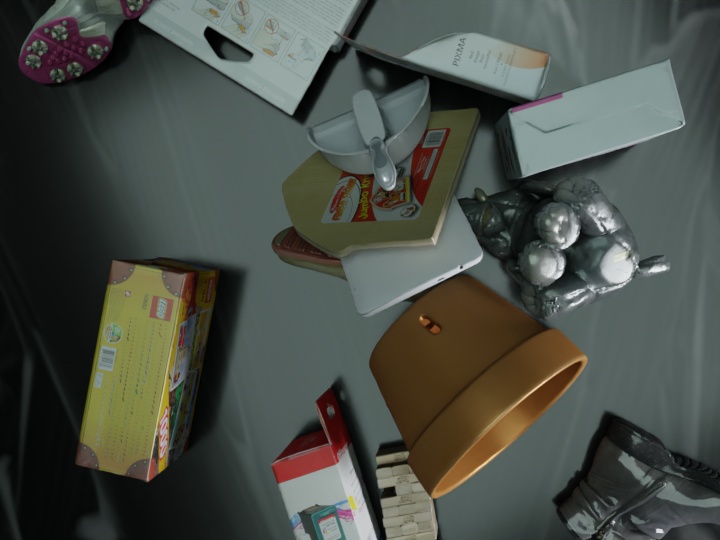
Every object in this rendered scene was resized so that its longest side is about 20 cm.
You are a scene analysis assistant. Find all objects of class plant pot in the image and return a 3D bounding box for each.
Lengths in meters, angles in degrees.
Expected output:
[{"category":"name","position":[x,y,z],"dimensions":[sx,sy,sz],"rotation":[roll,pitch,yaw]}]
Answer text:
[{"category":"plant pot","position":[0.102,0.101,0.982],"dimensions":[0.200,0.200,0.140],"rotation":[-42,71,4]}]

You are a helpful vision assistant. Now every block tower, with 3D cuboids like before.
[{"category":"block tower","position":[0.056,0.287,1.048],"dimensions":[0.057,0.054,0.204],"rotation":[-10,89,6]}]

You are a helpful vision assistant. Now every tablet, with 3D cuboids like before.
[{"category":"tablet","position":[0.034,-0.048,0.995],"dimensions":[0.129,0.201,0.014],"rotation":[-26,132,6]}]

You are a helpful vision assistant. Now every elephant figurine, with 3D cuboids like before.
[{"category":"elephant figurine","position":[0.172,-0.040,1.006],"dimensions":[0.141,0.200,0.156],"rotation":[-38,114,-10]}]

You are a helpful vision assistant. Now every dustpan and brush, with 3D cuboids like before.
[{"category":"dustpan and brush","position":[0.016,-0.127,0.980],"dimensions":[0.138,0.058,0.202],"rotation":[-22,44,7]}]

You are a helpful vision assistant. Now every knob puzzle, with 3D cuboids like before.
[{"category":"knob puzzle","position":[0.011,-0.084,1.011],"dimensions":[0.217,0.221,0.031],"rotation":[-26,132,6]}]

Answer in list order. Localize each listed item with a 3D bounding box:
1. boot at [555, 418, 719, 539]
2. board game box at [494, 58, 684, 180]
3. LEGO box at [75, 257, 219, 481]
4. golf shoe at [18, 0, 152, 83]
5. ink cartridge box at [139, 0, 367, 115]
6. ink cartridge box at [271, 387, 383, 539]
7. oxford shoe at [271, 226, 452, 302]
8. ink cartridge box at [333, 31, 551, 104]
[{"category":"boot","position":[0.310,0.253,1.024],"dimensions":[0.198,0.070,0.133],"rotation":[30,97,15]},{"category":"board game box","position":[0.206,-0.136,0.953],"dimensions":[0.145,0.200,0.065],"rotation":[-16,92,5]},{"category":"LEGO box","position":[-0.211,0.093,1.022],"dimensions":[0.076,0.149,0.204],"rotation":[11,93,5]},{"category":"golf shoe","position":[-0.286,-0.279,1.070],"dimensions":[0.199,0.075,0.092],"rotation":[-35,44,20]},{"category":"ink cartridge box","position":[-0.105,-0.285,1.059],"dimensions":[0.198,0.044,0.175],"rotation":[31,94,4]},{"category":"ink cartridge box","position":[-0.033,0.231,1.024],"dimensions":[0.066,0.116,0.203],"rotation":[-19,89,6]},{"category":"oxford shoe","position":[0.000,0.000,1.042],"dimensions":[0.197,0.071,0.075],"rotation":[12,131,21]},{"category":"ink cartridge box","position":[0.083,-0.213,0.983],"dimensions":[0.197,0.162,0.051],"rotation":[21,99,4]}]
